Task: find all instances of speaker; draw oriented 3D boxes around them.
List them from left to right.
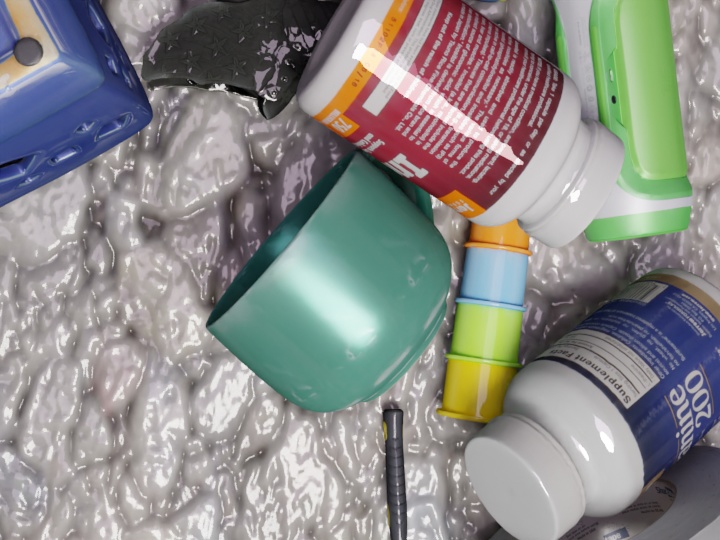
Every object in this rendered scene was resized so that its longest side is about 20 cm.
[{"bbox_3d":[0.184,-0.126,0.806,0.087,0.088,0.204,-7,92,-7],"label":"speaker"}]

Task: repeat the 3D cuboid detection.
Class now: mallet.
[{"bbox_3d":[0.029,0.202,0.802,0.040,0.066,0.204,-2,91,-8],"label":"mallet"}]

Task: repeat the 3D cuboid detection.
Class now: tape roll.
[{"bbox_3d":[0.173,0.193,0.752,0.198,0.200,0.067,-26,93,-6],"label":"tape roll"}]

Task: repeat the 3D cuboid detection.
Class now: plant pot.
[{"bbox_3d":[-0.262,-0.145,0.702,0.198,0.180,0.202,-29,93,-5],"label":"plant pot"}]

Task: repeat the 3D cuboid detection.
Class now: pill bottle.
[{"bbox_3d":[0.067,-0.101,0.728,0.198,0.113,0.114,31,87,-14],"label":"pill bottle"},{"bbox_3d":[0.166,0.092,0.763,0.199,0.111,0.112,-33,95,-28],"label":"pill bottle"}]

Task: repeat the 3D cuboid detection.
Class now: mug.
[{"bbox_3d":[-0.001,0.004,0.751,0.114,0.152,0.186,42,86,-9],"label":"mug"}]

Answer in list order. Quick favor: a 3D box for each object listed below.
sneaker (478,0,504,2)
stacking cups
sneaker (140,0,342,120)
[{"bbox_3d":[0.029,-0.235,0.786,0.196,0.082,0.076,3,92,-5],"label":"sneaker"},{"bbox_3d":[0.091,0.005,0.812,0.059,0.060,0.204,5,88,-7],"label":"stacking cups"},{"bbox_3d":[-0.045,-0.149,0.792,0.196,0.060,0.106,18,89,-2],"label":"sneaker"}]
